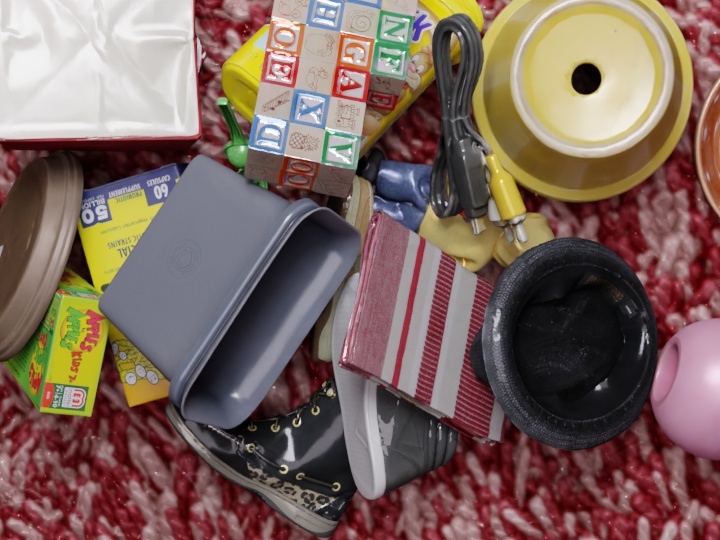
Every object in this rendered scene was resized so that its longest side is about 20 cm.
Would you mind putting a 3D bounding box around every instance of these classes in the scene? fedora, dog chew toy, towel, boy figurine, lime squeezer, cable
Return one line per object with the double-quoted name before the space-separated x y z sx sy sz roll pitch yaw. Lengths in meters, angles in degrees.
"fedora" 0.168 0.067 1.074 0.199 0.091 0.203 5 80 -31
"dog chew toy" 0.363 0.120 1.075 0.198 0.125 0.126 17 96 -2
"towel" 0.067 0.055 1.065 0.023 0.199 0.145 -14 54 45
"boy figurine" 0.093 -0.053 1.115 0.198 0.065 0.125 18 113 4
"lime squeezer" -0.113 -0.087 1.127 0.037 0.071 0.202 10 129 18
"cable" 0.091 -0.117 1.031 0.050 0.097 0.202 -19 106 -32

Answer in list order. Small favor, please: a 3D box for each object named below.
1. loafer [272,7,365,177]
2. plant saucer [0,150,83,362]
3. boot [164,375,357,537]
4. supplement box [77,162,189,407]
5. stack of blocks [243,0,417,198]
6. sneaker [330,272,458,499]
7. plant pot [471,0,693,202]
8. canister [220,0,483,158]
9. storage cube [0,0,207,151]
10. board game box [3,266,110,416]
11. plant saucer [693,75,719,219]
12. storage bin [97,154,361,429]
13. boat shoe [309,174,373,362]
"loafer" -0.038 -0.169 1.126 0.071 0.063 0.202 -14 92 7
"plant saucer" -0.307 -0.017 1.100 0.029 0.200 0.202 20 98 -30
"boot" -0.065 0.138 1.141 0.203 0.074 0.154 38 96 -12
"supplement box" -0.180 0.010 1.133 0.108 0.110 0.202 -16 93 8
"stack of blocks" -0.021 -0.165 0.977 0.114 0.059 0.202 10 69 -5
"sneaker" 0.035 0.096 1.086 0.098 0.071 0.202 -10 99 -28
"plant pot" 0.190 -0.159 1.037 0.198 0.189 0.203 1 94 8
"canister" -0.008 -0.191 1.065 0.148 0.087 0.200 40 69 5
"storage cube" -0.230 -0.195 1.067 0.198 0.180 0.173 -1 94 -11
"board game box" -0.284 0.054 1.109 0.047 0.200 0.103 9 97 -29
"plant saucer" 0.402 -0.113 1.094 0.198 0.032 0.203 1 95 7
"storage bin" -0.113 0.009 1.018 0.134 0.145 0.201 35 91 25
"boat shoe" 0.000 0.000 1.108 0.075 0.072 0.201 4 130 -7
